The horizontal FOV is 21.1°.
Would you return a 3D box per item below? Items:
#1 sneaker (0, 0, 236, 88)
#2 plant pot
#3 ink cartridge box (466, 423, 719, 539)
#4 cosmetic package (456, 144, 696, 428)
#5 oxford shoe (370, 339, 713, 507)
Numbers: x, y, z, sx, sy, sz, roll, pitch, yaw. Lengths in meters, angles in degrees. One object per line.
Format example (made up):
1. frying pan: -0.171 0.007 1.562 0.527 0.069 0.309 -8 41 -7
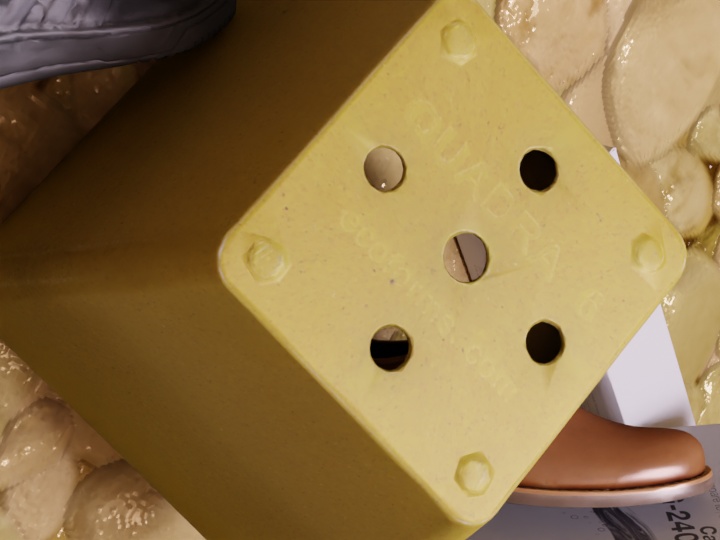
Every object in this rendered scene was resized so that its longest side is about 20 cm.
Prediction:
1. sneaker: -0.131 -0.122 0.691 0.199 0.060 0.105 -19 121 -32
2. plant pot: 0.000 0.000 0.730 0.200 0.176 0.200 46 72 -15
3. ink cartridge box: 0.107 0.143 0.891 0.198 0.145 0.084 -6 114 0
4. cosmetic package: 0.106 0.022 0.953 0.051 0.082 0.201 -41 130 -24
5. oxford shoe: 0.062 0.063 0.865 0.071 0.198 0.072 -44 143 -82
